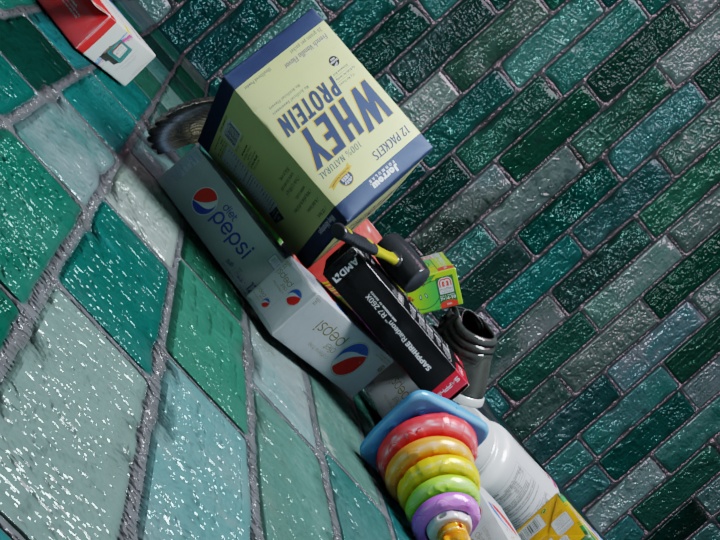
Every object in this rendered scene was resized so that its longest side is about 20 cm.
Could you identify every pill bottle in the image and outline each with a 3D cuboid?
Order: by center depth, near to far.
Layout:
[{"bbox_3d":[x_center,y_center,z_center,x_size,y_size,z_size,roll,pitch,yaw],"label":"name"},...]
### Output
[{"bbox_3d":[0.168,0.267,1.665,0.200,0.113,0.114,47,4,-37],"label":"pill bottle"}]

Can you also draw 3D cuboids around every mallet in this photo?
[{"bbox_3d":[0.022,-0.015,1.367,0.066,0.041,0.200,48,10,16],"label":"mallet"}]

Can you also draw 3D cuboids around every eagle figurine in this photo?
[{"bbox_3d":[-0.173,-0.182,1.683,0.198,0.152,0.152,25,52,-9],"label":"eagle figurine"}]

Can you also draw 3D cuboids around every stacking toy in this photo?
[{"bbox_3d":[0.081,0.228,1.256,0.115,0.110,0.201,29,25,-31],"label":"stacking toy"}]

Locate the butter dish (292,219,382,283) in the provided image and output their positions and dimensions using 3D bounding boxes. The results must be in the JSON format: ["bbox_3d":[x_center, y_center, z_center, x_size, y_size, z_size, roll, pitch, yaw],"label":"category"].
[{"bbox_3d":[0.000,0.000,1.725,0.201,0.146,0.201,-94,158,-48],"label":"butter dish"}]

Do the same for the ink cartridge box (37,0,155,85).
[{"bbox_3d":[-0.372,-0.344,1.755,0.116,0.067,0.200,50,4,18],"label":"ink cartridge box"}]

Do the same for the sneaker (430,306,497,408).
[{"bbox_3d":[0.095,0.079,1.578,0.070,0.100,0.199,8,20,-46],"label":"sneaker"}]

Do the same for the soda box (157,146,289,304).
[{"bbox_3d":[-0.145,-0.045,1.460,0.200,0.063,0.068,51,4,24],"label":"soda box"}]

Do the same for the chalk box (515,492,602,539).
[{"bbox_3d":[0.265,0.389,1.501,0.200,0.125,0.124,47,4,-15],"label":"chalk box"}]

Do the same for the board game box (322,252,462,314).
[{"bbox_3d":[0.018,0.033,1.570,0.102,0.197,0.048,-116,-168,-77],"label":"board game box"}]

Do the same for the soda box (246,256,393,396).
[{"bbox_3d":[-0.042,0.066,1.423,0.064,0.068,0.200,52,5,37],"label":"soda box"}]

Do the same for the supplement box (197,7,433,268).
[{"bbox_3d":[-0.056,-0.140,1.424,0.200,0.134,0.200,49,-21,1],"label":"supplement box"}]

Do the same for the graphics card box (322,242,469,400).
[{"bbox_3d":[0.039,0.055,1.442,0.201,0.051,0.126,51,6,-6],"label":"graphics card box"}]

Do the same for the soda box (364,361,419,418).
[{"bbox_3d":[0.070,0.181,1.563,0.068,0.064,0.200,44,5,-26],"label":"soda box"}]

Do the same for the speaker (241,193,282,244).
[{"bbox_3d":[-0.135,-0.070,1.684,0.089,0.088,0.200,48,4,-8],"label":"speaker"}]

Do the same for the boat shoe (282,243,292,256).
[{"bbox_3d":[-0.087,-0.020,1.868,0.068,0.074,0.200,23,-25,50],"label":"boat shoe"}]

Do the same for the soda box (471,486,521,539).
[{"bbox_3d":[0.139,0.301,1.361,0.068,0.064,0.200,47,4,-24],"label":"soda box"}]
